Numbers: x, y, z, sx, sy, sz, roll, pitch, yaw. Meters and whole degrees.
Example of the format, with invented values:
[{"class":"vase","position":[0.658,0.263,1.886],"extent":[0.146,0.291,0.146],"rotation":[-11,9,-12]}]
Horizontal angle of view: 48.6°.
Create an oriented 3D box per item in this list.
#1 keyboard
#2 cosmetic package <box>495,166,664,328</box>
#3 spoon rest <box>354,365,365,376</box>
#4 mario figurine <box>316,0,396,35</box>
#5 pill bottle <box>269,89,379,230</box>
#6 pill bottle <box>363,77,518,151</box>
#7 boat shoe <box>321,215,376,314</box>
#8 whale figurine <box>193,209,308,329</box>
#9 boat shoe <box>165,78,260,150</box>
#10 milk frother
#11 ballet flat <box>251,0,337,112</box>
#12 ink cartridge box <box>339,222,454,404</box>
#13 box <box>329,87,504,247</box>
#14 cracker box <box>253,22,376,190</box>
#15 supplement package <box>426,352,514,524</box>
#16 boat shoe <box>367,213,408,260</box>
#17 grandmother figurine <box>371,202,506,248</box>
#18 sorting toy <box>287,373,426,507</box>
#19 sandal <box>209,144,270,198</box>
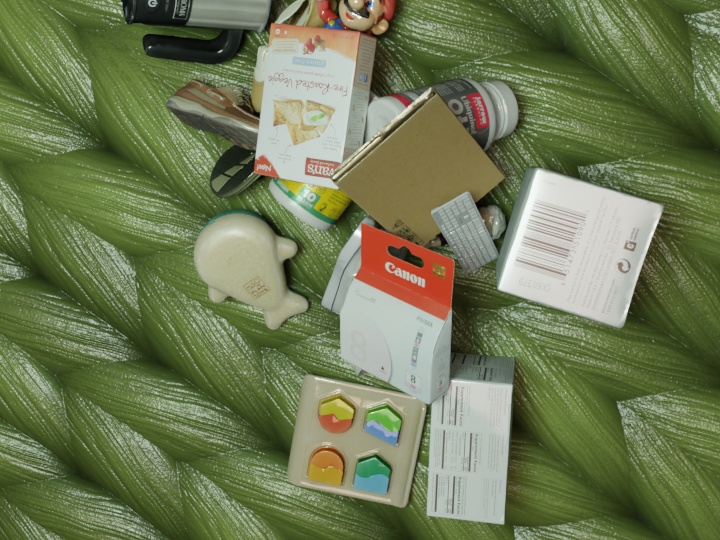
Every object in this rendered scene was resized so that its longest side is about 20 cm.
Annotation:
[{"class":"keyboard","position":[0.148,-0.048,1.106],"extent":[0.056,0.200,0.011],"rotation":[-24,60,10]},{"class":"cosmetic package","position":[0.282,-0.039,1.071],"extent":[0.165,0.200,0.165],"rotation":[17,100,6]},{"class":"spoon rest","position":[0.064,0.084,1.184],"extent":[0.061,0.099,0.200],"rotation":[41,94,14]},{"class":"mario figurine","position":[-0.031,-0.330,1.092],"extent":[0.123,0.106,0.200],"rotation":[35,97,-30]},{"class":"pill bottle","position":[-0.032,-0.166,1.146],"extent":[0.113,0.113,0.200],"rotation":[39,102,1]},{"class":"pill bottle","position":[0.113,-0.199,1.082],"extent":[0.200,0.111,0.111],"rotation":[-20,96,-28]},{"class":"boat shoe","position":[0.000,0.000,1.152],"extent":[0.065,0.074,0.200],"rotation":[30,145,6]},{"class":"whale figurine","position":[-0.162,-0.005,1.211],"extent":[0.159,0.104,0.200],"rotation":[-34,116,11]},{"class":"boat shoe","position":[-0.194,-0.234,1.160],"extent":[0.200,0.076,0.072],"rotation":[25,77,24]},{"class":"milk frother","position":[-0.247,-0.417,1.139],"extent":[0.188,0.181,0.200],"rotation":[-3,66,-25]},{"class":"ballet flat","position":[-0.113,-0.325,1.157],"extent":[0.200,0.063,0.069],"rotation":[-55,43,7]},{"class":"ink cartridge box","position":[0.043,0.057,1.046],"extent":[0.162,0.057,0.200],"rotation":[24,132,37]},{"class":"box","position":[0.079,-0.119,1.015],"extent":[0.163,0.200,0.021],"rotation":[-40,48,11]},{"class":"cracker box","position":[-0.061,-0.215,1.052],"extent":[0.134,0.058,0.200],"rotation":[13,103,25]},{"class":"supplement package","position":[0.162,0.235,1.153],"extent":[0.111,0.156,0.200],"rotation":[4,99,11]},{"class":"boat shoe","position":[0.041,-0.080,1.170],"extent":[0.075,0.068,0.200],"rotation":[9,100,8]},{"class":"grandmother figurine","position":[0.122,-0.086,1.127],"extent":[0.200,0.061,0.121],"rotation":[13,125,-25]},{"class":"sorting toy","position":[-0.009,0.269,1.246],"extent":[0.200,0.036,0.185],"rotation":[12,100,7]},{"class":"sandal","position":[-0.135,-0.170,1.186],"extent":[0.201,0.057,0.080],"rotation":[-36,52,2]}]
